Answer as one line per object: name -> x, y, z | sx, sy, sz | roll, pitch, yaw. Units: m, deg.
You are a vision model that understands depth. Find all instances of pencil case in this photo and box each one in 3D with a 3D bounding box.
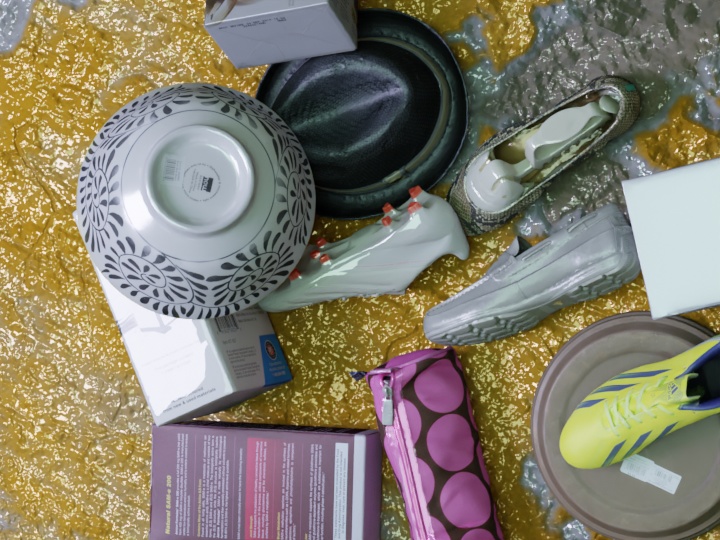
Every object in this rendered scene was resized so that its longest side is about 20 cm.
pencil case -> 0.061, 0.169, 1.672 | 0.091, 0.094, 0.200 | -18, 86, 21

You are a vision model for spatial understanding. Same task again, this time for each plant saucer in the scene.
plant saucer -> 0.239, 0.134, 1.651 | 0.200, 0.029, 0.200 | 0, 92, 16

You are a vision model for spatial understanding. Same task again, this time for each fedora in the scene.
fedora -> -0.011, -0.136, 1.686 | 0.200, 0.092, 0.201 | 0, 91, 17

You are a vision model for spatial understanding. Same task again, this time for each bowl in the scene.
bowl -> -0.131, -0.066, 1.592 | 0.200, 0.094, 0.201 | 1, 81, -7

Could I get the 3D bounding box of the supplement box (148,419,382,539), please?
supplement box -> -0.084, 0.190, 1.732 | 0.200, 0.061, 0.109 | 2, 91, 16

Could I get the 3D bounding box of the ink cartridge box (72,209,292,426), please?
ink cartridge box -> -0.152, 0.023, 1.705 | 0.084, 0.146, 0.200 | -25, 83, 18

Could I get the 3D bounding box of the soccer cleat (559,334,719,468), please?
soccer cleat -> 0.246, 0.103, 1.590 | 0.200, 0.084, 0.065 | -27, 84, 16

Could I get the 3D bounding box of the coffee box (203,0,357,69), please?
coffee box -> -0.064, -0.283, 1.669 | 0.113, 0.080, 0.200 | -7, 64, 18

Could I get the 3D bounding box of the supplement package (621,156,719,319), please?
supplement package -> 0.284, -0.029, 1.545 | 0.114, 0.200, 0.110 | -13, 87, 16

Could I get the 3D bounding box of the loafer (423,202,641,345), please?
loafer -> 0.141, 0.006, 1.663 | 0.200, 0.070, 0.070 | -23, 67, 17

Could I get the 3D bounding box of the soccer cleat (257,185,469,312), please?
soccer cleat -> 0.000, 0.000, 1.702 | 0.200, 0.069, 0.078 | -26, 114, 23

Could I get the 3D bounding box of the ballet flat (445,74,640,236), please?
ballet flat -> 0.145, -0.099, 1.650 | 0.200, 0.075, 0.068 | -35, 82, 15
